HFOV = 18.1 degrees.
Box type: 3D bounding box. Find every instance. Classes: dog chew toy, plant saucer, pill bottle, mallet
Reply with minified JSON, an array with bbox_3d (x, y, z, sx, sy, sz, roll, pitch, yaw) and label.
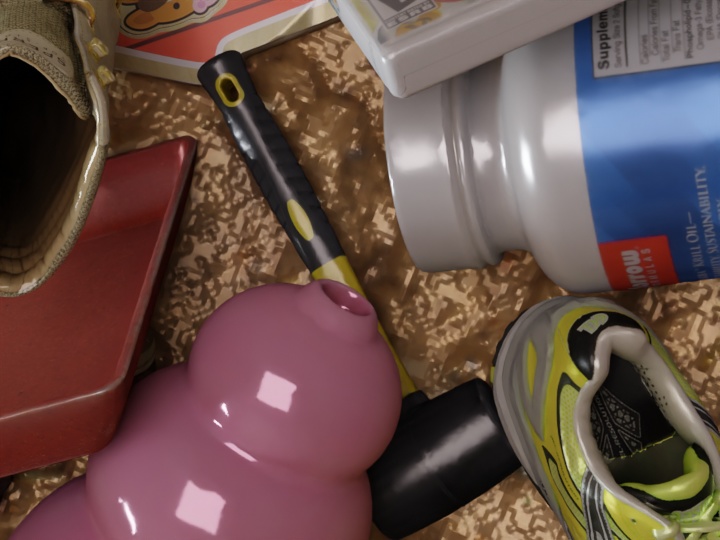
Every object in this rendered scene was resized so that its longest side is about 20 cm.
[{"bbox_3d":[-0.053,0.090,0.819,0.124,0.124,0.201,35,110,13],"label":"dog chew toy"},{"bbox_3d":[-0.159,0.030,0.846,0.198,0.200,0.037,-15,117,12],"label":"plant saucer"},{"bbox_3d":[0.114,-0.051,0.809,0.199,0.112,0.113,-8,85,14],"label":"pill bottle"},{"bbox_3d":[0.000,0.000,0.868,0.066,0.041,0.201,-24,81,10],"label":"mallet"}]

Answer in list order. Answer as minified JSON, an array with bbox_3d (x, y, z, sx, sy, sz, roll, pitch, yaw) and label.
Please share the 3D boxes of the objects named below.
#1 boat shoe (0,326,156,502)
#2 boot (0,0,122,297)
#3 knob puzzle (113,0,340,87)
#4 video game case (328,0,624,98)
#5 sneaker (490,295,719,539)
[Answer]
[{"bbox_3d":[-0.169,0.073,0.899,0.199,0.072,0.072,-19,113,4],"label":"boat shoe"},{"bbox_3d":[-0.117,-0.106,0.817,0.072,0.155,0.201,5,112,-7],"label":"boot"},{"bbox_3d":[-0.086,-0.169,0.906,0.218,0.030,0.221,-1,87,13],"label":"knob puzzle"},{"bbox_3d":[0.068,-0.153,0.792,0.199,0.023,0.182,-25,42,-6],"label":"video game case"},{"bbox_3d":[0.109,0.103,0.803,0.075,0.076,0.201,-31,91,-11],"label":"sneaker"}]
